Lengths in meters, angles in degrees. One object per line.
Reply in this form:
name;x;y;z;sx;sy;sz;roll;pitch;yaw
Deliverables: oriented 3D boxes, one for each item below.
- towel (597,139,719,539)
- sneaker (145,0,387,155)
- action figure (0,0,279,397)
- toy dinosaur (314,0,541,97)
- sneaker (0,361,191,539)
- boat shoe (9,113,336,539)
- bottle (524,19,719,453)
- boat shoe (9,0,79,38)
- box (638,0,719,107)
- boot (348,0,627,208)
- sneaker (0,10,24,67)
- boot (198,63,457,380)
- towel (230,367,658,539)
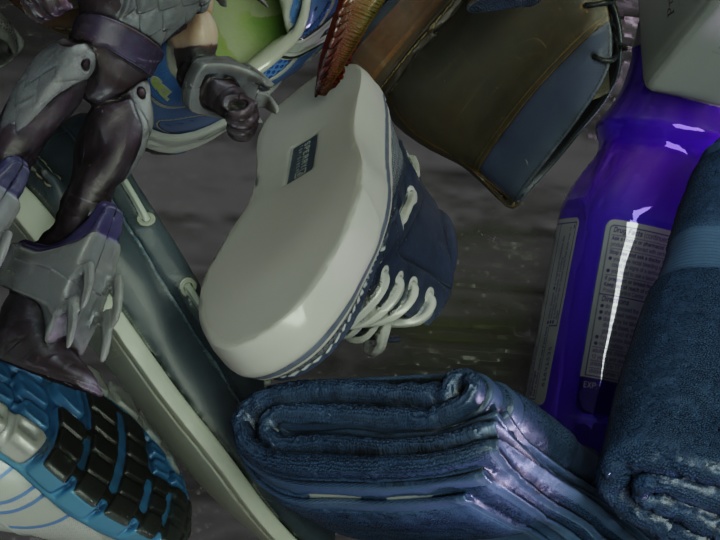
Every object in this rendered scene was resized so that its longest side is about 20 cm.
towel;0.162;0.023;0.728;0.111;0.049;0.200;20;48;8
sneaker;-0.020;-0.123;0.797;0.076;0.077;0.200;45;75;-8
action figure;-0.091;-0.064;0.681;0.130;0.069;0.201;29;79;-35
toy dinosaur;0.025;-0.194;0.723;0.199;0.105;0.182;-24;69;22
sneaker;-0.158;0.070;0.757;0.199;0.075;0.087;31;118;-24
boat shoe;-0.066;0.030;0.760;0.062;0.075;0.200;-41;97;-19
bottle;0.124;-0.008;0.840;0.083;0.065;0.201;13;83;-21
boat shoe;-0.160;-0.168;0.763;0.072;0.068;0.200;-32;75;-9
box;0.227;-0.169;0.814;0.199;0.131;0.200;11;61;-17
boot;0.091;-0.119;0.794;0.097;0.075;0.200;47;111;5
sneaker;-0.171;-0.050;0.711;0.082;0.075;0.201;34;45;-21
boot;0.000;0.000;0.740;0.073;0.200;0.091;-26;114;22
towel;0.041;0.089;0.738;0.200;0.111;0.049;36;55;-56
